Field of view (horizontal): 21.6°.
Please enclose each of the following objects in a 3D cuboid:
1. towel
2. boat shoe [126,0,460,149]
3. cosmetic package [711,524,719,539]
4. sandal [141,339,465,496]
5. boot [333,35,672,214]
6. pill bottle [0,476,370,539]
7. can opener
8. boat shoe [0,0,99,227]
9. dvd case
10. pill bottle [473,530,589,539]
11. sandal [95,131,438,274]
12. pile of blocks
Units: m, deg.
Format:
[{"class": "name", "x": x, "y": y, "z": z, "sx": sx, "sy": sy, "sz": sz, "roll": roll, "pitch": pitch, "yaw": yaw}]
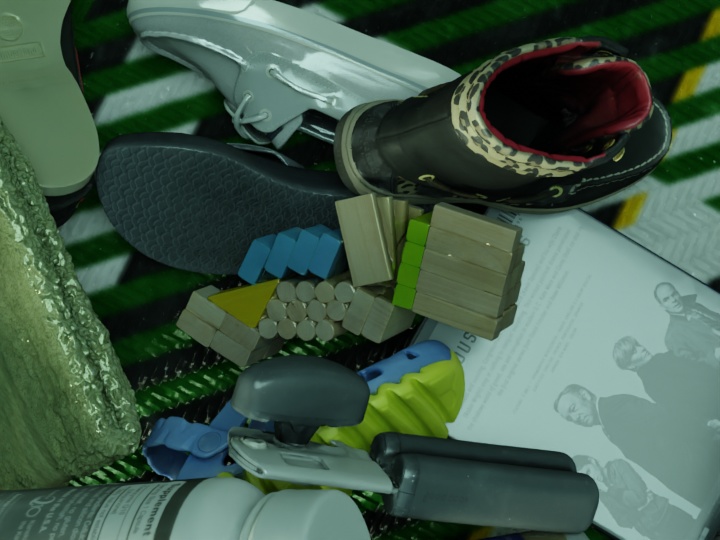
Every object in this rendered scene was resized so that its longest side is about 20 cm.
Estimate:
[{"class": "towel", "x": -0.185, "y": 0.020, "z": 0.973, "sx": 0.036, "sy": 0.148, "sz": 0.201, "roll": -21, "pitch": 83, "yaw": -39}, {"class": "boat shoe", "x": -0.038, "y": -0.100, "z": 1.039, "sx": 0.199, "sy": 0.072, "sz": 0.069, "roll": 19, "pitch": 78, "yaw": -13}, {"class": "cosmetic package", "x": 0.290, "y": 0.181, "z": 1.026, "sx": 0.199, "sy": 0.074, "sz": 0.102, "roll": 30, "pitch": 81, "yaw": 0}, {"class": "sandal", "x": -0.039, "y": 0.086, "z": 0.998, "sx": 0.199, "sy": 0.080, "sz": 0.087, "roll": -27, "pitch": 51, "yaw": -7}, {"class": "boot", "x": 0.102, "y": -0.074, "z": 0.968, "sx": 0.199, "sy": 0.150, "sz": 0.074, "roll": -1, "pitch": 84, "yaw": -24}, {"class": "pill bottle", "x": -0.099, "y": 0.156, "z": 0.891, "sx": 0.199, "sy": 0.114, "sz": 0.115, "roll": -6, "pitch": 82, "yaw": 22}, {"class": "can opener", "x": 0.029, "y": 0.086, "z": 0.934, "sx": 0.199, "sy": 0.053, "sz": 0.067, "roll": 8, "pitch": 106, "yaw": -23}, {"class": "boat shoe", "x": -0.188, "y": -0.118, "z": 1.021, "sx": 0.073, "sy": 0.063, "sz": 0.203, "roll": -5, "pitch": 67, "yaw": -23}, {"class": "dvd case", "x": 0.132, "y": 0.057, "z": 1.051, "sx": 0.199, "sy": 0.025, "sz": 0.151, "roll": 31, "pitch": 81, "yaw": 1}, {"class": "pill bottle", "x": 0.027, "y": 0.205, "z": 0.972, "sx": 0.198, "sy": 0.120, "sz": 0.121, "roll": -8, "pitch": 83, "yaw": -7}, {"class": "sandal", "x": -0.049, "y": -0.034, "z": 1.035, "sx": 0.199, "sy": 0.043, "sz": 0.076, "roll": 11, "pitch": 121, "yaw": -14}, {"class": "pile of blocks", "x": 0.000, "y": 0.000, "z": 0.999, "sx": 0.199, "sy": 0.062, "sz": 0.083, "roll": -8, "pitch": 96, "yaw": 23}]
